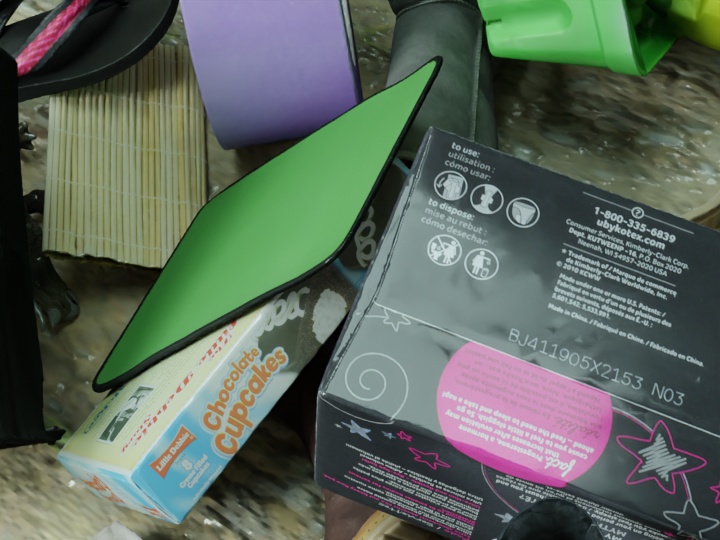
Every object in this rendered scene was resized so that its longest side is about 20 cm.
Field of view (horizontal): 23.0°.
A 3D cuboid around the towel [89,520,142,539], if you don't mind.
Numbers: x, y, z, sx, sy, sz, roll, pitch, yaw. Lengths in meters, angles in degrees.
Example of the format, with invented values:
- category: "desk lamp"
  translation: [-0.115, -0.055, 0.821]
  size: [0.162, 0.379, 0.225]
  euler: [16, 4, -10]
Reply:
- category: "towel"
  translation: [-0.106, 0.207, 0.775]
  size: [0.132, 0.035, 0.200]
  euler: [-35, 50, -21]

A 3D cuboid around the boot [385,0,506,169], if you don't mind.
- category: "boot"
  translation: [0.028, -0.119, 0.970]
  size: [0.072, 0.182, 0.200]
  euler: [-21, 35, 37]

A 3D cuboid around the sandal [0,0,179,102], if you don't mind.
- category: "sandal"
  translation: [-0.199, -0.134, 1.035]
  size: [0.199, 0.045, 0.075]
  euler: [-23, 45, -5]

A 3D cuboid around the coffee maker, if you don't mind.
- category: "coffee maker"
  translation: [-0.211, -0.011, 0.843]
  size: [0.134, 0.192, 0.201]
  euler: [-6, 84, -19]

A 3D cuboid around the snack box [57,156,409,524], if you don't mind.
- category: "snack box"
  translation: [-0.057, 0.030, 0.863]
  size: [0.200, 0.037, 0.116]
  euler: [-51, 19, -17]

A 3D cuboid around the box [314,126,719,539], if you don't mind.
- category: "box"
  translation: [0.095, 0.050, 0.722]
  size: [0.199, 0.115, 0.133]
  euler: [21, 65, 6]

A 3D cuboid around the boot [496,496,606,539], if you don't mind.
- category: "boot"
  translation: [0.067, 0.153, 0.676]
  size: [0.065, 0.200, 0.165]
  euler: [-7, 46, 5]

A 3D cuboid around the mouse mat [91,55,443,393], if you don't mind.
- category: "mouse mat"
  translation: [-0.047, -0.022, 0.882]
  size: [0.200, 0.008, 0.161]
  euler: [-27, 26, 41]

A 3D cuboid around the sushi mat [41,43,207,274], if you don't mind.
- category: "sushi mat"
  translation: [-0.135, -0.073, 1.031]
  size: [0.095, 0.012, 0.201]
  euler: [8, 45, -15]

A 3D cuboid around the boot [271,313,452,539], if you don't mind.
- category: "boot"
  translation: [-0.002, 0.089, 0.851]
  size: [0.166, 0.072, 0.200]
  euler: [20, 74, 52]

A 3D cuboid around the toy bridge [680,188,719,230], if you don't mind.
- category: "toy bridge"
  translation: [0.161, 0.011, 0.871]
  size: [0.067, 0.027, 0.200]
  euler: [12, 35, 18]

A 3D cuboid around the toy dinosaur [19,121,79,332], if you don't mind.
- category: "toy dinosaur"
  translation: [-0.239, -0.035, 0.999]
  size: [0.199, 0.077, 0.102]
  euler: [16, 39, 19]

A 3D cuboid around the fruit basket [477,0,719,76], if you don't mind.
- category: "fruit basket"
  translation: [0.179, -0.189, 0.989]
  size: [0.215, 0.156, 0.216]
  euler: [-14, 18, 5]

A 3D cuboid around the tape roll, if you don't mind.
- category: "tape roll"
  translation: [-0.054, -0.174, 1.005]
  size: [0.085, 0.200, 0.201]
  euler: [-8, 46, 3]
